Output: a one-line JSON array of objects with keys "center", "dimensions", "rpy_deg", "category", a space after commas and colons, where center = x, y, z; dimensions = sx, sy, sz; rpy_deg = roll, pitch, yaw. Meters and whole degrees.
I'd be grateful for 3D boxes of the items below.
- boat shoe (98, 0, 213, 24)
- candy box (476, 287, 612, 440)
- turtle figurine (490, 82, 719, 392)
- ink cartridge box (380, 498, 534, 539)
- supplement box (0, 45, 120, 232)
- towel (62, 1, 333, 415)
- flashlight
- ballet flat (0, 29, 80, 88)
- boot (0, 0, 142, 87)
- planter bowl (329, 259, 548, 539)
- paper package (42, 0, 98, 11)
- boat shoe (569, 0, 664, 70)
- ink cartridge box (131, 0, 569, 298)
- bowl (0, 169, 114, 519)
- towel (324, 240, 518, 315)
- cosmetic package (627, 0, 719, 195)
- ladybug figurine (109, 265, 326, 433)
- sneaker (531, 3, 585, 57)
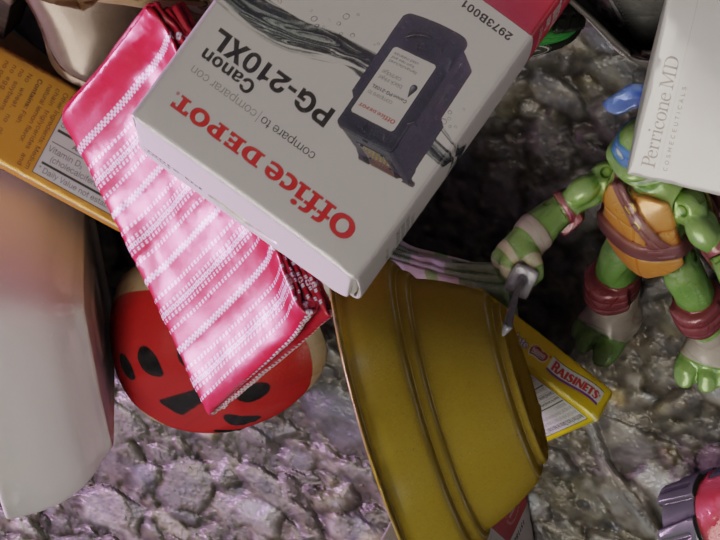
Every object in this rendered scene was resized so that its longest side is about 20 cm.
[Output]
[{"center": [-0.099, -0.167, 1.588], "dimensions": [0.198, 0.071, 0.065], "rpy_deg": [13, 115, -6], "category": "boat shoe"}, {"center": [0.072, 0.068, 1.711], "dimensions": [0.102, 0.026, 0.200], "rpy_deg": [36, 160, -7], "category": "candy box"}, {"center": [0.150, 0.019, 1.572], "dimensions": [0.143, 0.201, 0.194], "rpy_deg": [-15, 150, 4], "category": "turtle figurine"}, {"center": [0.070, 0.227, 1.845], "dimensions": [0.067, 0.117, 0.201], "rpy_deg": [8, 133, 23], "category": "ink cartridge box"}, {"center": [-0.193, -0.086, 1.684], "dimensions": [0.199, 0.069, 0.067], "rpy_deg": [31, -179, -1], "category": "supplement box"}, {"center": [-0.096, -0.034, 1.576], "dimensions": [0.145, 0.022, 0.201], "rpy_deg": [-40, 73, 51], "category": "towel"}, {"center": [0.272, 0.134, 1.686], "dimensions": [0.199, 0.068, 0.068], "rpy_deg": [-18, 144, 38], "category": "flashlight"}, {"center": [-0.205, -0.101, 1.740], "dimensions": [0.199, 0.063, 0.069], "rpy_deg": [30, 142, 3], "category": "ballet flat"}, {"center": [-0.148, -0.184, 1.639], "dimensions": [0.199, 0.070, 0.147], "rpy_deg": [19, 125, -3], "category": "boot"}, {"center": [0.052, 0.072, 1.557], "dimensions": [0.083, 0.201, 0.201], "rpy_deg": [-17, 123, 7], "category": "planter bowl"}, {"center": [-0.122, -0.263, 1.445], "dimensions": [0.190, 0.202, 0.103], "rpy_deg": [-21, 160, 39], "category": "paper package"}, {"center": [0.142, -0.144, 1.512], "dimensions": [0.200, 0.057, 0.067], "rpy_deg": [42, 135, -11], "category": "boat shoe"}, {"center": [-0.003, -0.109, 1.452], "dimensions": [0.144, 0.201, 0.084], "rpy_deg": [35, 174, 3], "category": "ink cartridge box"}, {"center": [-0.199, 0.030, 1.779], "dimensions": [0.074, 0.201, 0.201], "rpy_deg": [-6, 130, 0], "category": "bowl"}, {"center": [0.000, 0.000, 1.700], "dimensions": [0.199, 0.024, 0.153], "rpy_deg": [16, 162, 9], "category": "towel"}, {"center": [0.243, -0.084, 1.446], "dimensions": [0.198, 0.085, 0.108], "rpy_deg": [12, 108, 4], "category": "cosmetic package"}, {"center": [-0.096, 0.051, 1.776], "dimensions": [0.135, 0.072, 0.200], "rpy_deg": [31, 157, -11], "category": "ladybug figurine"}, {"center": [0.024, -0.133, 1.552], "dimensions": [0.198, 0.078, 0.085], "rpy_deg": [-4, 144, 0], "category": "sneaker"}]
